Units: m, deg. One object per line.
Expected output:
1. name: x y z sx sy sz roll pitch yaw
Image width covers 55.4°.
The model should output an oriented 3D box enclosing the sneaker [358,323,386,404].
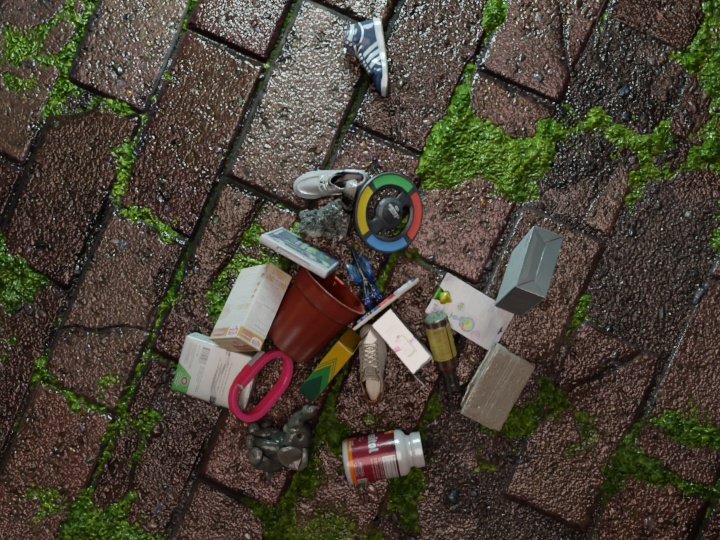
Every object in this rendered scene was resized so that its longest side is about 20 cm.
1. sneaker: 0.032 0.237 1.737 0.072 0.085 0.203 -6 88 5

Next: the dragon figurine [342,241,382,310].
1. dragon figurine: 0.000 0.000 1.727 0.058 0.099 0.202 -25 87 3

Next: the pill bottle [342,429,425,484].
1. pill bottle: 0.059 0.464 1.724 0.197 0.113 0.115 -11 90 3

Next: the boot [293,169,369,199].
1. boot: -0.078 -0.225 1.731 0.197 0.096 0.075 -9 90 4

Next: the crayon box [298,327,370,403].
1. crayon box: -0.063 0.221 1.702 0.051 0.127 0.201 40 105 3

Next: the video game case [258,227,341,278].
1. video game case: -0.143 -0.047 1.686 0.180 0.200 0.024 30 101 2

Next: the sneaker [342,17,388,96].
1. sneaker: 0.012 -0.533 1.734 0.107 0.070 0.203 -7 84 -1

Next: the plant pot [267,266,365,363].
1. plant pot: -0.123 0.110 1.701 0.200 0.201 0.196 41 101 2

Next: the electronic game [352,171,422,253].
1. electronic game: 0.071 -0.143 1.712 0.197 0.041 0.203 -4 98 -27

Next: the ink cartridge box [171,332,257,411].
1. ink cartridge box: -0.363 0.261 1.761 0.197 0.083 0.149 18 92 3

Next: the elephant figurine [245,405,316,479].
1. elephant figurine: -0.177 0.433 1.722 0.197 0.155 0.144 -13 68 12

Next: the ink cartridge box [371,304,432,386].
1. ink cartridge box: 0.117 0.186 1.715 0.067 0.116 0.201 -40 89 4

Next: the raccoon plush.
1. raccoon plush: -0.086 -0.159 1.712 0.132 0.097 0.202 13 122 -1

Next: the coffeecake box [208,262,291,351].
1. coffeecake box: -0.270 0.093 1.679 0.073 0.153 0.202 35 64 -30

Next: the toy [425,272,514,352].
1. toy: 0.274 0.104 1.738 0.198 0.047 0.116 30 94 -3

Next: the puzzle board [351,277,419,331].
1. puzzle board: 0.064 0.080 1.699 0.199 0.151 0.017 -37 87 3

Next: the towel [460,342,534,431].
1. towel: 0.342 0.296 1.728 0.131 0.034 0.202 29 92 -18

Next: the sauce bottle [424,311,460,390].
1. sauce bottle: 0.208 0.205 1.716 0.064 0.065 0.203 -13 107 3

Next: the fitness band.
1. fitness band: -0.246 0.284 1.717 0.037 0.145 0.200 20 58 39

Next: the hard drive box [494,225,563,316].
1. hard drive box: 0.399 0.006 1.636 0.076 0.200 0.158 20 75 3
